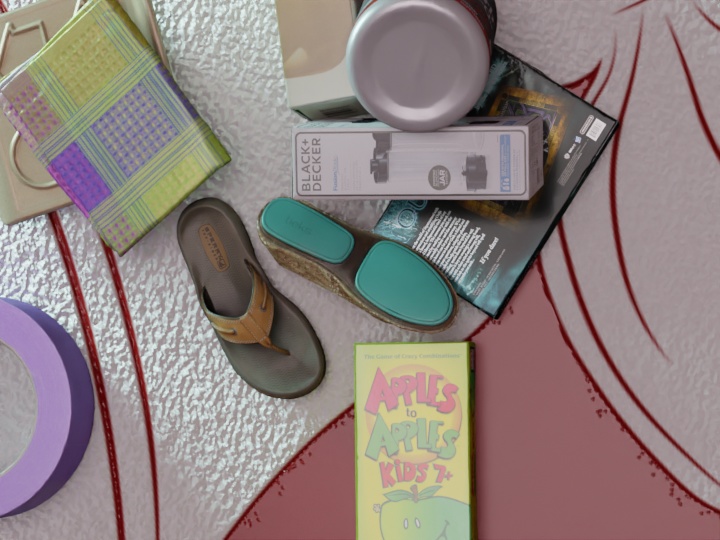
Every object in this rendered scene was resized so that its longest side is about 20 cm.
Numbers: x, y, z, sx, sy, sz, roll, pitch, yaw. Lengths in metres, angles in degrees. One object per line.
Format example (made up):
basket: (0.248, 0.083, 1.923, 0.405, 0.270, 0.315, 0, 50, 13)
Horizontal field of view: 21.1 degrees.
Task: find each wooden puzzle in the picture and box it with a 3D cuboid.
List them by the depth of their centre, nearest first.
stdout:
wooden puzzle: (-0.256, -0.155, 1.744, 0.198, 0.046, 0.187, -18, 83, 14)

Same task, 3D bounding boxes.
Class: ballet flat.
ballet flat: (0.000, 0.000, 1.672, 0.199, 0.065, 0.071, 32, 71, 17)

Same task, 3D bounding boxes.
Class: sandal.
sandal: (-0.103, 0.024, 1.696, 0.081, 0.055, 0.201, -28, 82, 8)

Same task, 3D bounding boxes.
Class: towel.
towel: (-0.220, -0.131, 1.698, 0.143, 0.023, 0.200, -40, 80, 10)

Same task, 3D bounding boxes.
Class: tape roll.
tape roll: (-0.342, 0.123, 1.733, 0.198, 0.066, 0.202, -1, 86, 10)

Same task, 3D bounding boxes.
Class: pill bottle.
pill bottle: (0.054, -0.199, 1.594, 0.115, 0.200, 0.117, 2, 114, 6)

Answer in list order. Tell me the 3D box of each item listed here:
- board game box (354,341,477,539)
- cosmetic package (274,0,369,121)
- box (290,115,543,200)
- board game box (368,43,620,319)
board game box: (0.048, 0.163, 1.663, 0.101, 0.048, 0.202, -1, 87, 11)
cosmetic package: (-0.032, -0.236, 1.673, 0.070, 0.105, 0.202, -9, 84, 10)
box: (0.049, -0.094, 1.609, 0.198, 0.117, 0.061, 0, 99, 13)
board game box: (0.115, -0.078, 1.672, 0.135, 0.028, 0.201, 33, 94, 11)
